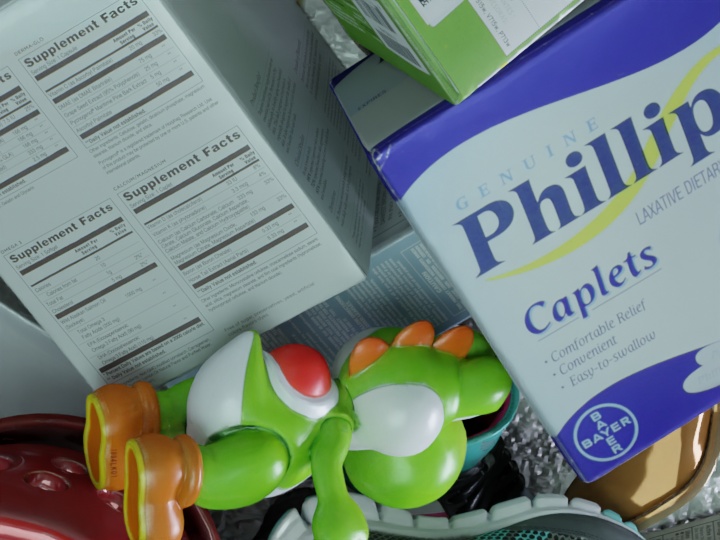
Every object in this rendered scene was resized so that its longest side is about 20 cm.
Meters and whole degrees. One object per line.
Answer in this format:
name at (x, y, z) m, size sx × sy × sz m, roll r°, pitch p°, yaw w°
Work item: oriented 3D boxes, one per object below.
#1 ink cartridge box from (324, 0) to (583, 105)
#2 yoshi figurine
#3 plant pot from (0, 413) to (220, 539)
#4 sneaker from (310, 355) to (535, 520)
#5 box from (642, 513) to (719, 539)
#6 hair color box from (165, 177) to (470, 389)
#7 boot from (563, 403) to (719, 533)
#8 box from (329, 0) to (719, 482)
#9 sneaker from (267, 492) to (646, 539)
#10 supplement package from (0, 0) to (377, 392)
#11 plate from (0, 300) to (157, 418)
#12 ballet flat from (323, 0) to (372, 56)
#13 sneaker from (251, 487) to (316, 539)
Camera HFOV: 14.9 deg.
ink cartridge box at (0.073, -0.177, 1.192) m, size 0.200 × 0.148 × 0.076 m, roll -39°, pitch 115°, yaw -4°
yoshi figurine at (-0.024, 0.086, 1.296) m, size 0.200 × 0.112 × 0.112 m, roll -12°, pitch 81°, yaw -21°
plant pot at (-0.165, 0.174, 1.343) m, size 0.200 × 0.183 × 0.200 m, roll 1°, pitch 110°, yaw 3°
sneaker at (0.055, 0.096, 1.419) m, size 0.200 × 0.084 × 0.121 m, roll 36°, pitch 148°, yaw -16°
box at (0.127, 0.208, 1.491) m, size 0.200 × 0.095 × 0.078 m, roll -16°, pitch 120°, yaw 15°
hair color box at (0.000, 0.000, 1.370) m, size 0.200 × 0.099 × 0.061 m, roll -30°, pitch 116°, yaw 20°
boot at (0.130, 0.034, 1.398) m, size 0.155 × 0.074 × 0.200 m, roll 38°, pitch 102°, yaw -17°
box at (0.118, -0.041, 1.235) m, size 0.184 × 0.105 × 0.200 m, roll -32°, pitch 114°, yaw 6°
sneaker at (0.055, 0.164, 1.362) m, size 0.200 × 0.091 × 0.078 m, roll 0°, pitch 129°, yaw -14°
supplement package at (-0.107, -0.075, 1.301) m, size 0.151 × 0.152 × 0.200 m, roll -28°, pitch 116°, yaw 19°
plate at (-0.199, 0.109, 1.436) m, size 0.200 × 0.032 × 0.200 m, roll 31°, pitch 107°, yaw -8°
ballet flat at (-0.016, -0.185, 1.281) m, size 0.068 × 0.067 × 0.200 m, roll -31°, pitch 113°, yaw -19°
sneaker at (-0.055, 0.179, 1.459) m, size 0.200 × 0.091 × 0.076 m, roll -26°, pitch 118°, yaw 41°
